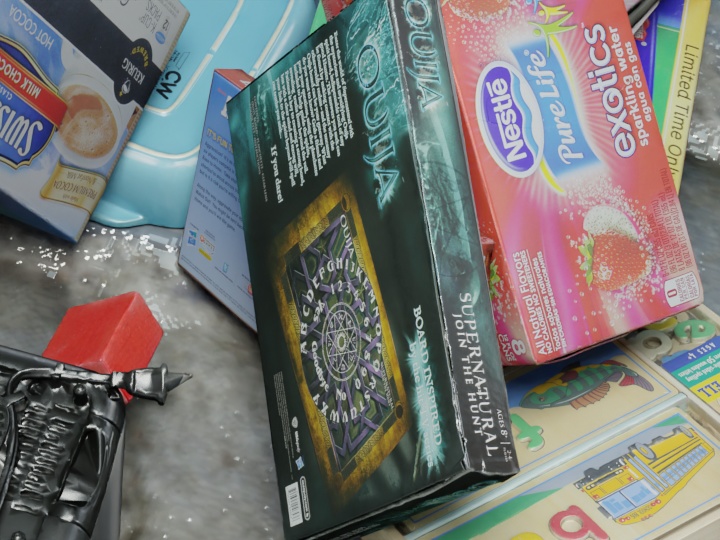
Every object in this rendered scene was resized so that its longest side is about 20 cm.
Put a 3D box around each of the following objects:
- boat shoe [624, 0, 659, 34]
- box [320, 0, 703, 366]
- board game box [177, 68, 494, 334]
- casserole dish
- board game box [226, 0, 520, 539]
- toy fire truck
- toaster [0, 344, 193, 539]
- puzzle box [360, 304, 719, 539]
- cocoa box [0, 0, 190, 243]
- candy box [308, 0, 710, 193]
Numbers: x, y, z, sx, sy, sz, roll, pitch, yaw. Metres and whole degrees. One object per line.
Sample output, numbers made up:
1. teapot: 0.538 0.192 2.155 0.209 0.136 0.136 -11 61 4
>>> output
1. boat shoe: 0.113 -0.139 0.919 0.067 0.057 0.200 36 59 15
2. box: 0.061 -0.065 0.811 0.095 0.100 0.202 -18 94 -26
3. board game box: -0.018 -0.007 0.836 0.019 0.104 0.200 -5 28 -36
4. casserole dish: -0.096 -0.108 0.980 0.120 0.039 0.201 22 56 9
5. board game box: 0.000 0.000 0.756 0.028 0.135 0.202 2 71 -34
6. toy fire truck: -0.204 0.021 0.834 0.199 0.141 0.049 -17 32 30
7. toaster: -0.189 0.117 0.757 0.198 0.119 0.182 15 55 4
8. puzzle box: 0.099 0.084 0.798 0.199 0.026 0.133 -24 41 -22
9. cocoa box: -0.190 -0.116 0.844 0.133 0.200 0.132 22 82 20
10. candy box: 0.067 -0.078 0.954 0.198 0.077 0.170 15 54 2
